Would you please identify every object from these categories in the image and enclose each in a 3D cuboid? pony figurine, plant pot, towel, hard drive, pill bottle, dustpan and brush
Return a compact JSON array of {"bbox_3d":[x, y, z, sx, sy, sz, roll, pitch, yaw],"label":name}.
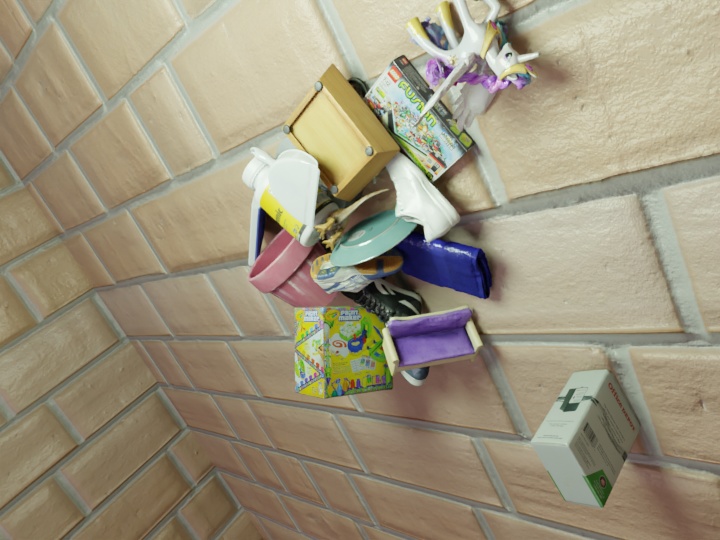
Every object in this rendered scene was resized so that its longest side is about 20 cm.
[{"bbox_3d":[0.153,-0.313,0.837,0.193,0.166,0.201,-42,74,45],"label":"pony figurine"},{"bbox_3d":[-0.145,0.005,1.363,0.179,0.201,0.199,44,145,-19],"label":"plant pot"},{"bbox_3d":[0.161,-0.021,1.115,0.198,0.050,0.148,18,152,32],"label":"towel"},{"bbox_3d":[-0.255,-0.126,1.403,0.025,0.133,0.201,8,138,-7],"label":"hard drive"},{"bbox_3d":[-0.149,-0.153,1.175,0.200,0.111,0.112,42,142,10],"label":"pill bottle"},{"bbox_3d":[-0.149,-0.187,1.080,0.198,0.057,0.141,29,133,19],"label":"dustpan and brush"}]

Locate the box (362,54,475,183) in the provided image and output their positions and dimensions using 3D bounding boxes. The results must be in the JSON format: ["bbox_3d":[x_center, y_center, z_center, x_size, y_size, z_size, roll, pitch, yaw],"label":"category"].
[{"bbox_3d":[0.101,-0.266,0.999,0.201,0.035,0.110,50,142,-1],"label":"box"}]

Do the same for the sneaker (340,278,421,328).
[{"bbox_3d":[0.047,0.084,1.217,0.198,0.113,0.073,16,139,-16],"label":"sneaker"}]

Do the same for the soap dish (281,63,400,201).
[{"bbox_3d":[-0.044,-0.247,1.037,0.157,0.081,0.201,-40,88,36],"label":"soap dish"}]

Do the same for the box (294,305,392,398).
[{"bbox_3d":[-0.037,0.179,1.287,0.121,0.198,0.196,-5,84,52],"label":"box"}]

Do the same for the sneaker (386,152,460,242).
[{"bbox_3d":[0.090,-0.139,1.041,0.201,0.088,0.075,51,-174,23],"label":"sneaker"}]

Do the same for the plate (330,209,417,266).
[{"bbox_3d":[0.023,-0.074,1.103,0.199,0.200,0.026,-4,123,46],"label":"plate"}]

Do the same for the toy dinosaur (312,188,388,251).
[{"bbox_3d":[-0.039,-0.103,1.098,0.060,0.107,0.200,42,147,-12],"label":"toy dinosaur"}]

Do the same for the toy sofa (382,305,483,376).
[{"bbox_3d":[0.149,0.146,1.167,0.098,0.197,0.083,97,161,-49],"label":"toy sofa"}]

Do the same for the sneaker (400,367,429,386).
[{"bbox_3d":[0.098,0.157,1.335,0.202,0.077,0.147,38,133,27],"label":"sneaker"}]

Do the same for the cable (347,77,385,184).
[{"bbox_3d":[0.009,-0.261,1.075,0.096,0.051,0.202,5,123,8],"label":"cable"}]

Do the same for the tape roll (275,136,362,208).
[{"bbox_3d":[-0.090,-0.209,1.213,0.199,0.066,0.202,26,137,26],"label":"tape roll"}]

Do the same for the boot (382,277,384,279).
[{"bbox_3d":[-0.004,-0.003,1.252,0.129,0.068,0.200,14,139,-20],"label":"boot"}]

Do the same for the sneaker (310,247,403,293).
[{"bbox_3d":[0.000,0.000,1.158,0.197,0.076,0.088,-7,142,20],"label":"sneaker"}]

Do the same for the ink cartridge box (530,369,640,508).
[{"bbox_3d":[0.420,0.303,1.036,0.083,0.200,0.148,-18,108,53],"label":"ink cartridge box"}]
